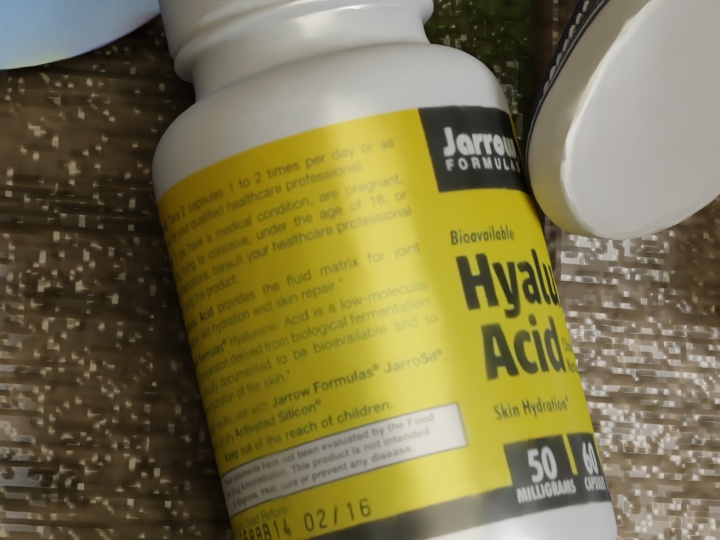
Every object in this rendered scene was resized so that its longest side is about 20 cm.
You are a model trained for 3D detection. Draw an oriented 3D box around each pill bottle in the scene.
[{"bbox_3d":[0.000,0.000,0.745,0.111,0.111,0.201,-12,81,-14],"label":"pill bottle"}]

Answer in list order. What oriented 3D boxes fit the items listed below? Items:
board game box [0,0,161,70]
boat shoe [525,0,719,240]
[{"bbox_3d":[-0.125,-0.157,0.793,0.157,0.039,0.201,14,78,-15],"label":"board game box"},{"bbox_3d":[0.094,-0.089,0.789,0.200,0.092,0.075,-47,126,-26],"label":"boat shoe"}]
